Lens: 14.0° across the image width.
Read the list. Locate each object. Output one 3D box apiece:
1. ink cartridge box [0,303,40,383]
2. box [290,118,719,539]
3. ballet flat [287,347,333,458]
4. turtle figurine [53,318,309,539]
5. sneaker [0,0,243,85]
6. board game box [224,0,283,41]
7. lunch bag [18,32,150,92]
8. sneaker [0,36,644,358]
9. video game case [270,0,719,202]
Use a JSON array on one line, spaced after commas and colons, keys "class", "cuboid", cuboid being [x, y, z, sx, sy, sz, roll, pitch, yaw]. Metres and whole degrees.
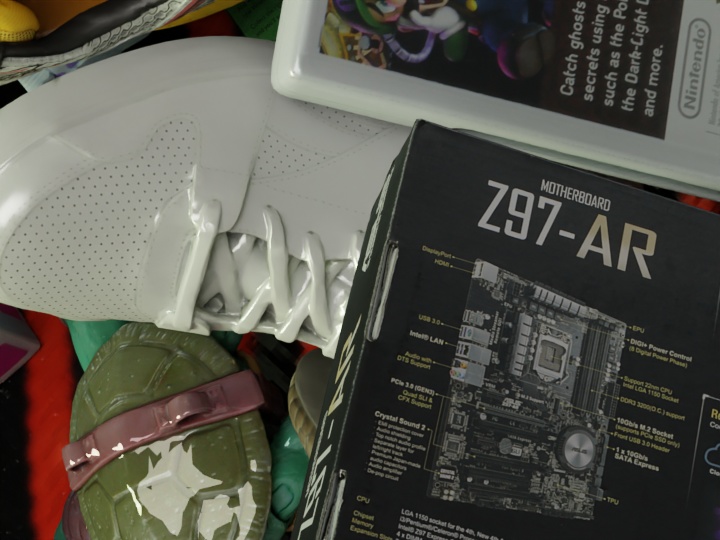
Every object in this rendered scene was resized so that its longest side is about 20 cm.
[{"class": "ink cartridge box", "cuboid": [-0.176, -0.053, 0.855, 0.042, 0.119, 0.200, -38, 78, 4]}, {"class": "box", "cuboid": [0.085, 0.069, 0.667, 0.199, 0.044, 0.161, 17, 59, -7]}, {"class": "ballet flat", "cuboid": [0.054, 0.091, 0.750, 0.200, 0.067, 0.046, 39, 133, 20]}, {"class": "turtle figurine", "cuboid": [-0.039, 0.047, 0.825, 0.149, 0.101, 0.201, -19, 77, 15]}, {"class": "sneaker", "cuboid": [-0.113, -0.079, 0.743, 0.199, 0.082, 0.078, -20, 97, 6]}, {"class": "board game box", "cuboid": [0.037, -0.138, 0.848, 0.200, 0.023, 0.105, -39, 78, 11]}, {"class": "lunch bag", "cuboid": [-0.086, -0.172, 0.827, 0.169, 0.127, 0.200, -41, 72, 10]}, {"class": "sneaker", "cuboid": [0.000, 0.000, 0.741, 0.116, 0.199, 0.074, 55, 141, 42]}, {"class": "video game case", "cuboid": [0.079, -0.122, 0.769, 0.181, 0.023, 0.201, 13, 78, -16]}]
